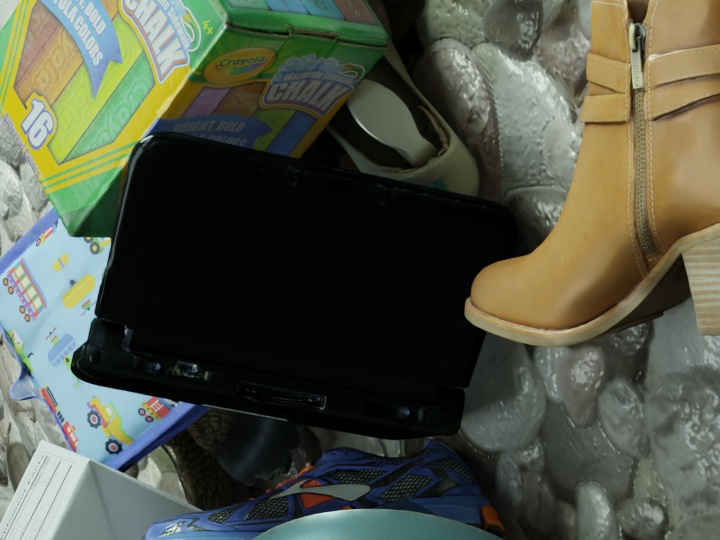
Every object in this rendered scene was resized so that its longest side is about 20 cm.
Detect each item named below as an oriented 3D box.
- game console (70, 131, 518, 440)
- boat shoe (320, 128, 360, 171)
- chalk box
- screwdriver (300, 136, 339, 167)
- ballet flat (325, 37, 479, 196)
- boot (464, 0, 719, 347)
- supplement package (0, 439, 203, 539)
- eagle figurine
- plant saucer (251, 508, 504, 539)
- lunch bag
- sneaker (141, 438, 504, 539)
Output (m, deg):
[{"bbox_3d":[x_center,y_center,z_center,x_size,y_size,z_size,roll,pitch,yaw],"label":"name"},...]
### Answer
[{"bbox_3d":[-0.040,0.015,0.991,0.176,0.198,0.117,154,127,-75],"label":"game console"},{"bbox_3d":[-0.062,-0.104,1.114,0.200,0.062,0.075,51,140,36],"label":"boat shoe"},{"bbox_3d":[-0.081,-0.126,0.964,0.200,0.123,0.125,-50,59,30],"label":"chalk box"},{"bbox_3d":[0.000,0.000,1.047,0.029,0.028,0.201,-18,106,29],"label":"screwdriver"},{"bbox_3d":[-0.007,-0.104,1.023,0.200,0.069,0.070,47,136,29],"label":"ballet flat"},{"bbox_3d":[0.115,-0.048,0.859,0.199,0.076,0.157,-5,99,53],"label":"boot"},{"bbox_3d":[-0.121,0.213,1.093,0.111,0.199,0.157,1,64,65],"label":"supplement package"},{"bbox_3d":[-0.123,0.095,1.241,0.199,0.152,0.152,30,175,12],"label":"eagle figurine"},{"bbox_3d":[0.018,0.199,0.999,0.028,0.199,0.201,-79,12,-45],"label":"plant saucer"},{"bbox_3d":[-0.140,0.025,1.141,0.200,0.094,0.151,-37,81,19],"label":"lunch bag"},{"bbox_3d":[-0.024,0.141,1.041,0.076,0.198,0.079,97,164,-46],"label":"sneaker"}]
